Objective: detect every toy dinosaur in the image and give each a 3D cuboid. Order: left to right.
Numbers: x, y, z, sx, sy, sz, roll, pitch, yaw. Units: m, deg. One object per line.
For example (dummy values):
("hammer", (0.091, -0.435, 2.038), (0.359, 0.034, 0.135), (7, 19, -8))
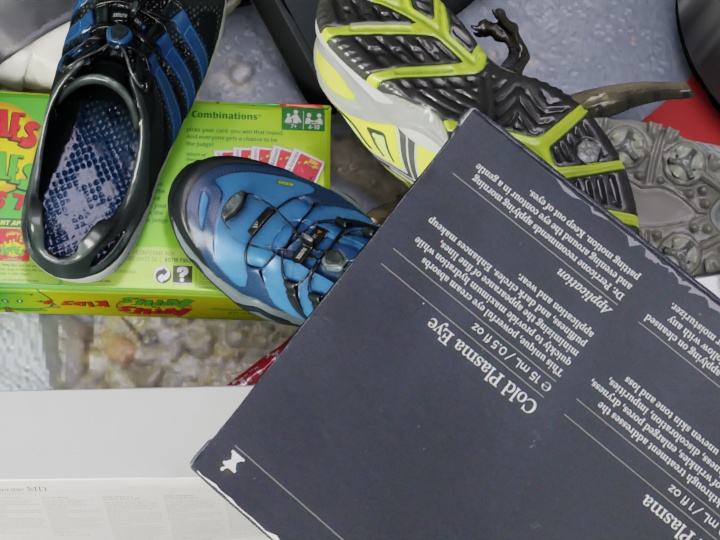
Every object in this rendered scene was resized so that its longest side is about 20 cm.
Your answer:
("toy dinosaur", (0.063, -0.078, 1.065), (0.199, 0.047, 0.088), (-29, 84, -6))

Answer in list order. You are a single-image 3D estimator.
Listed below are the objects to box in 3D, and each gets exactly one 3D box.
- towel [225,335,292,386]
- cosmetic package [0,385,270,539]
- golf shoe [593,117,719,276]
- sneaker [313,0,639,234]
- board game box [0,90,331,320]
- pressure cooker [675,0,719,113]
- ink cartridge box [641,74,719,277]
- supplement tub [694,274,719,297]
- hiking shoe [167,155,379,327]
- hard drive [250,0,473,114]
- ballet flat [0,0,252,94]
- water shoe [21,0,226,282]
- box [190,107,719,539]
("towel", (-0.057, 0.140, 1.008), (0.200, 0.022, 0.145), (-37, 85, -14))
("cosmetic package", (-0.074, 0.090, 0.953), (0.199, 0.083, 0.051), (-1, 60, 0))
("golf shoe", (0.172, -0.030, 1.033), (0.199, 0.097, 0.079), (8, 93, 6))
("sneaker", (0.056, -0.058, 0.994), (0.075, 0.077, 0.200), (-35, 72, -22))
("board game box", (-0.115, -0.031, 1.030), (0.199, 0.048, 0.102), (2, 75, -8))
("pressure cooker", (0.261, -0.159, 1.038), (0.178, 0.200, 0.176), (36, 68, 1))
("ink cartridge box", (0.169, 0.004, 1.064), (0.200, 0.050, 0.161), (-41, 85, -14))
("supplement tub", (0.159, 0.110, 0.939), (0.144, 0.145, 0.201), (-6, 81, -10))
("hiking shoe", (0.000, 0.000, 0.967), (0.199, 0.087, 0.075), (31, 73, 4))
("hard drive", (0.024, -0.195, 1.061), (0.200, 0.033, 0.140), (-40, 120, -18))
("ballet flat", (-0.130, -0.126, 1.044), (0.199, 0.073, 0.073), (-24, 80, -16))
("water shoe", (-0.106, -0.092, 0.968), (0.071, 0.079, 0.201), (13, 83, -4))
("box", (0.070, 0.073, 0.834), (0.200, 0.104, 0.182), (40, 90, 14))
